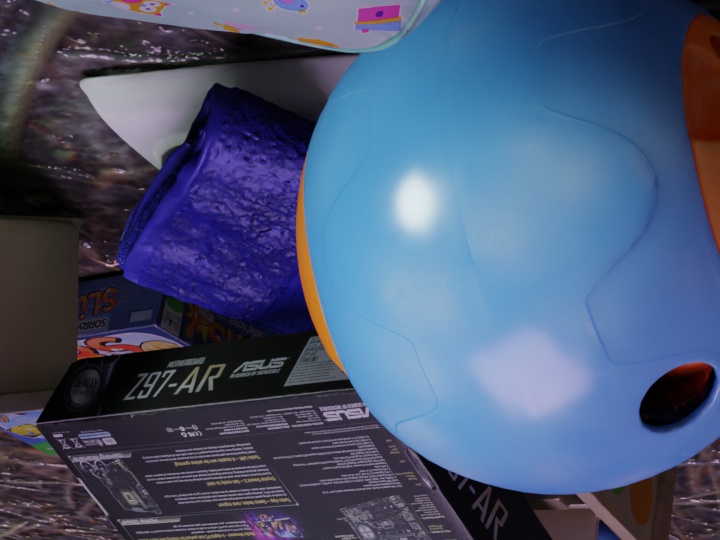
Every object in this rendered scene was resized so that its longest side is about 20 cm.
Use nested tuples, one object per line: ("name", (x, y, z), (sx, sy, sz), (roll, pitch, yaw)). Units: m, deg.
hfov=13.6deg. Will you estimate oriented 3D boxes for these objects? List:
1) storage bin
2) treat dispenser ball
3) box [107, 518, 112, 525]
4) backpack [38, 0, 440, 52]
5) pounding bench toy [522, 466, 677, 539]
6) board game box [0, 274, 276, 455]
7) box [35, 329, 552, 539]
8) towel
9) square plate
("storage bin", (-0.253, 0.017, 1.407), (0.198, 0.094, 0.200), (2, -179, 17))
("treat dispenser ball", (0.075, -0.016, 1.150), (0.200, 0.202, 0.201), (8, 157, 3))
("box", (-0.051, 0.113, 1.647), (0.136, 0.039, 0.200), (4, 169, -17))
("backpack", (-0.054, -0.152, 0.981), (0.199, 0.127, 0.167), (10, 154, -10))
("pounding bench toy", (0.043, 0.082, 1.493), (0.199, 0.125, 0.156), (-2, 155, 26))
("board game box", (-0.137, 0.051, 1.609), (0.199, 0.035, 0.135), (-10, 150, 38))
("box", (-0.028, 0.102, 1.381), (0.199, 0.044, 0.160), (-8, 129, 38))
("towel", (0.000, 0.000, 1.319), (0.199, 0.050, 0.148), (21, 150, -10))
("square plate", (0.002, -0.038, 1.353), (0.197, 0.029, 0.200), (-3, 154, 27))
